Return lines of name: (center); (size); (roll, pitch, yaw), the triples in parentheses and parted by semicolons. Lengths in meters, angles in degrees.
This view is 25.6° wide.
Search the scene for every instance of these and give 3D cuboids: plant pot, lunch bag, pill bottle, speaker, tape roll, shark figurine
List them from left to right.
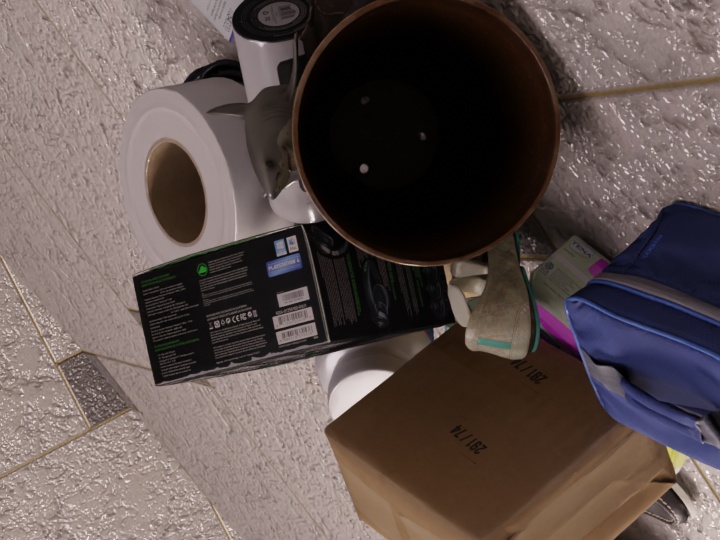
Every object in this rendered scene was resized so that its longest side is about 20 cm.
tape roll: (-0.150, -0.080, 1.516); (0.202, 0.071, 0.203); (23, 121, 45)
shark figurine: (-0.075, -0.115, 1.260); (0.214, 0.089, 0.128); (-1, -92, -83)
speaker: (-0.055, -0.138, 1.362); (0.081, 0.081, 0.200); (34, 147, 36)
pill bottle: (0.013, 0.059, 1.449); (0.200, 0.109, 0.109); (-90, -25, -55)
plant pot: (0.032, -0.104, 1.176); (0.187, 0.187, 0.200); (52, 176, -8)
lunch bag: (0.241, 0.059, 1.056); (0.200, 0.132, 0.136); (24, 149, 51)

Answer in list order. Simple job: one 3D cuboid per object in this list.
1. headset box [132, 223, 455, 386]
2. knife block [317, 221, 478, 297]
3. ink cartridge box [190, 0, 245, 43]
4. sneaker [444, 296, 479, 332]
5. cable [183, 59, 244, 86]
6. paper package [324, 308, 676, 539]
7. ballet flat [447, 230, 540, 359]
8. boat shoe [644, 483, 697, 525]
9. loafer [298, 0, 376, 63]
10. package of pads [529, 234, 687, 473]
headset box: (-0.046, 0.022, 1.259); (0.174, 0.200, 0.093); (-15, 84, 34)
knife block: (0.000, 0.000, 1.379); (0.064, 0.175, 0.200); (60, 172, -31)
ink cartridge box: (-0.148, -0.310, 1.339); (0.200, 0.043, 0.196); (46, 160, 1)
sneaker: (0.096, 0.104, 1.465); (0.074, 0.082, 0.200); (42, 144, 42)
cable: (-0.133, -0.107, 1.573); (0.163, 0.051, 0.200); (43, 138, 27)
paper package: (0.106, 0.146, 1.220); (0.200, 0.191, 0.104); (29, 148, 46)
ballet flat: (0.098, 0.002, 1.231); (0.200, 0.062, 0.068); (-93, 5, -64)
boat shoe: (0.219, 0.187, 1.459); (0.200, 0.060, 0.074); (32, 156, 41)
loafer: (-0.005, -0.211, 1.191); (0.071, 0.073, 0.200); (60, 158, 3)
package of pads: (0.206, 0.082, 1.277); (0.154, 0.068, 0.200); (41, 160, 24)
